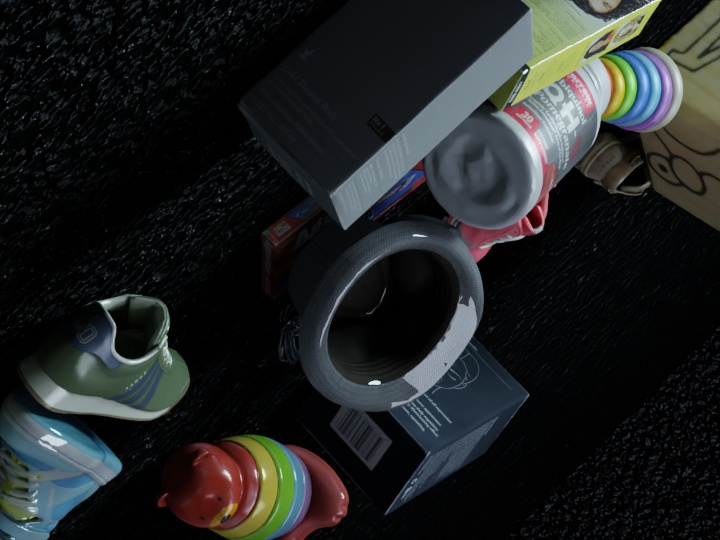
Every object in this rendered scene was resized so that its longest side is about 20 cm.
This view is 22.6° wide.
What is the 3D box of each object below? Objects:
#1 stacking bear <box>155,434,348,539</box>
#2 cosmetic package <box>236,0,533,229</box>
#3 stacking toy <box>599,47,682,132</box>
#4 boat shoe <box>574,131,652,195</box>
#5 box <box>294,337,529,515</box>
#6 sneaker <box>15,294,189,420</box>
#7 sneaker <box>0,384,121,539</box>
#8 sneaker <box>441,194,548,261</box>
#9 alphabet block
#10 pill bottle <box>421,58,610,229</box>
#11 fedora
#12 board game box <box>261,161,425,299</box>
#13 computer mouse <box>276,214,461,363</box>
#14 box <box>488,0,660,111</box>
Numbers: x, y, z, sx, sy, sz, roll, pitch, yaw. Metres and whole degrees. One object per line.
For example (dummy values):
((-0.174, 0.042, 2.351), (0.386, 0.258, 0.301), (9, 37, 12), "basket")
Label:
((-0.120, 0.214, 1.760), (0.121, 0.114, 0.200), (-41, 153, 15), "stacking bear")
((0.022, -0.140, 1.295), (0.200, 0.107, 0.090), (-45, 163, -6), "cosmetic package")
((0.239, -0.177, 1.754), (0.086, 0.085, 0.199), (-53, 157, 25), "stacking toy")
((0.303, -0.113, 2.053), (0.071, 0.065, 0.199), (-51, 161, 20), "boat shoe")
((0.056, 0.144, 1.930), (0.199, 0.149, 0.107), (-23, 153, -48), "box")
((-0.169, 0.061, 1.367), (0.090, 0.067, 0.200), (-45, 160, 17), "sneaker")
((-0.261, 0.165, 1.380), (0.131, 0.080, 0.200), (-45, 162, -6), "sneaker")
((0.138, -0.054, 1.777), (0.073, 0.087, 0.201), (-33, 159, -29), "sneaker")
((0.431, -0.159, 1.926), (0.196, 0.200, 0.196), (-39, 139, -14), "alphabet block")
((0.143, -0.126, 1.567), (0.200, 0.110, 0.111), (-43, 167, -49), "pill bottle")
((0.008, 0.023, 1.552), (0.178, 0.090, 0.199), (-54, 141, 6), "fedora")
((-0.005, -0.061, 1.551), (0.199, 0.019, 0.103), (-39, 160, -20), "board game box")
((0.000, 0.000, 1.658), (0.199, 0.053, 0.139), (-29, 158, -14), "computer mouse")
((0.165, -0.207, 1.522), (0.199, 0.075, 0.050), (-32, 161, -38), "box")
